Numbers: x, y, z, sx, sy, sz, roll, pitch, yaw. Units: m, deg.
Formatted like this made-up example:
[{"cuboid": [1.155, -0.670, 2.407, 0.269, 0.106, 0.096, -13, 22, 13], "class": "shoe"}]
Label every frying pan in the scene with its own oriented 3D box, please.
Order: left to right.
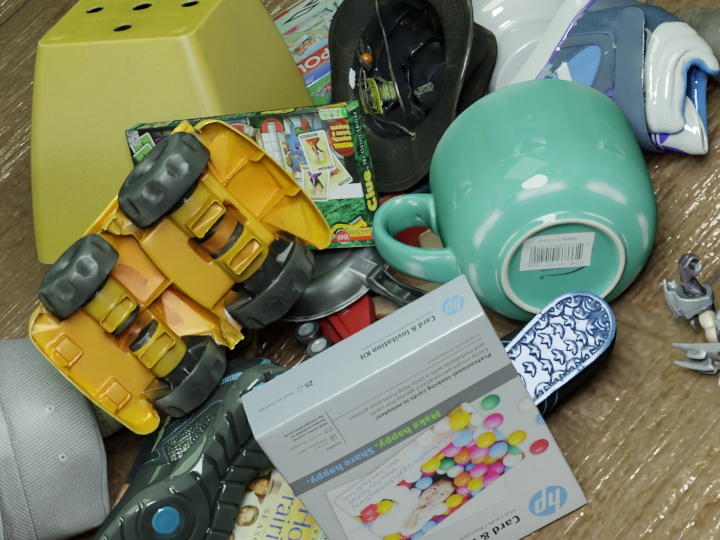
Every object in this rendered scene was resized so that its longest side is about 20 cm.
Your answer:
[{"cuboid": [-0.015, 0.009, 1.377, 0.114, 0.031, 0.190, -33, 34, -1], "class": "frying pan"}]

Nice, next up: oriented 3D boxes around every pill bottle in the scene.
[{"cuboid": [0.114, -0.199, 1.530, 0.112, 0.113, 0.201, -28, 39, 3], "class": "pill bottle"}]

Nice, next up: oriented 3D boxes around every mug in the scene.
[{"cuboid": [0.119, -0.029, 1.316, 0.185, 0.152, 0.115, -41, 35, 24], "class": "mug"}]

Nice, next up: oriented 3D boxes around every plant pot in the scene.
[{"cuboid": [-0.158, -0.132, 1.524, 0.198, 0.178, 0.200, -1, 30, 19], "class": "plant pot"}]

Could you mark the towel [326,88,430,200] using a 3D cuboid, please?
[{"cuboid": [0.034, -0.116, 1.544, 0.111, 0.049, 0.201, -27, 38, 6], "class": "towel"}]

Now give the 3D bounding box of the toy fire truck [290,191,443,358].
[{"cuboid": [0.026, 0.034, 1.383, 0.140, 0.049, 0.200, -34, 38, -4], "class": "toy fire truck"}]

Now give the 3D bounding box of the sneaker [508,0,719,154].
[{"cuboid": [0.180, -0.100, 1.384, 0.146, 0.080, 0.201, 34, 99, 33], "class": "sneaker"}]

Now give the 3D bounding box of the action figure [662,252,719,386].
[{"cuboid": [0.269, -0.002, 1.248, 0.129, 0.070, 0.201, 3, 52, 29], "class": "action figure"}]

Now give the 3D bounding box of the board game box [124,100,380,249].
[{"cuboid": [-0.080, -0.065, 1.394, 0.198, 0.106, 0.023, -4, 20, 31], "class": "board game box"}]

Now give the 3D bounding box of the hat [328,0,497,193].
[{"cuboid": [0.053, -0.154, 1.442, 0.080, 0.202, 0.200, 0, 24, -32], "class": "hat"}]

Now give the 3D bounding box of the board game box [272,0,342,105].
[{"cuboid": [-0.034, -0.204, 1.703, 0.199, 0.029, 0.135, -33, 37, -2], "class": "board game box"}]

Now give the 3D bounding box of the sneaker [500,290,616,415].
[{"cuboid": [0.088, 0.088, 1.262, 0.199, 0.078, 0.070, -32, 75, 0], "class": "sneaker"}]

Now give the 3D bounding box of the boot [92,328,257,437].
[{"cuboid": [-0.156, 0.036, 1.482, 0.154, 0.073, 0.201, -18, 41, 17], "class": "boot"}]

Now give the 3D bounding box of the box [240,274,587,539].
[{"cuboid": [0.037, 0.112, 1.164, 0.155, 0.201, 0.041, -28, 44, 3], "class": "box"}]

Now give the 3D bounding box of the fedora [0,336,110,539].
[{"cuboid": [-0.231, 0.128, 1.362, 0.089, 0.202, 0.177, -12, -6, -9], "class": "fedora"}]

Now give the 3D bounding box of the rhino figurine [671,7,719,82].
[{"cuboid": [0.256, -0.167, 1.445, 0.199, 0.060, 0.088, 9, 56, 41], "class": "rhino figurine"}]

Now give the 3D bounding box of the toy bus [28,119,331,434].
[{"cuboid": [-0.143, -0.008, 1.324, 0.200, 0.136, 0.192, -48, 21, -5], "class": "toy bus"}]

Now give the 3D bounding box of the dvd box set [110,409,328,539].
[{"cuboid": [-0.085, 0.163, 1.310, 0.199, 0.029, 0.147, 7, 63, 38], "class": "dvd box set"}]

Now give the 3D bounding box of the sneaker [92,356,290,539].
[{"cuboid": [-0.116, 0.144, 1.287, 0.200, 0.073, 0.082, -47, 26, -9], "class": "sneaker"}]
